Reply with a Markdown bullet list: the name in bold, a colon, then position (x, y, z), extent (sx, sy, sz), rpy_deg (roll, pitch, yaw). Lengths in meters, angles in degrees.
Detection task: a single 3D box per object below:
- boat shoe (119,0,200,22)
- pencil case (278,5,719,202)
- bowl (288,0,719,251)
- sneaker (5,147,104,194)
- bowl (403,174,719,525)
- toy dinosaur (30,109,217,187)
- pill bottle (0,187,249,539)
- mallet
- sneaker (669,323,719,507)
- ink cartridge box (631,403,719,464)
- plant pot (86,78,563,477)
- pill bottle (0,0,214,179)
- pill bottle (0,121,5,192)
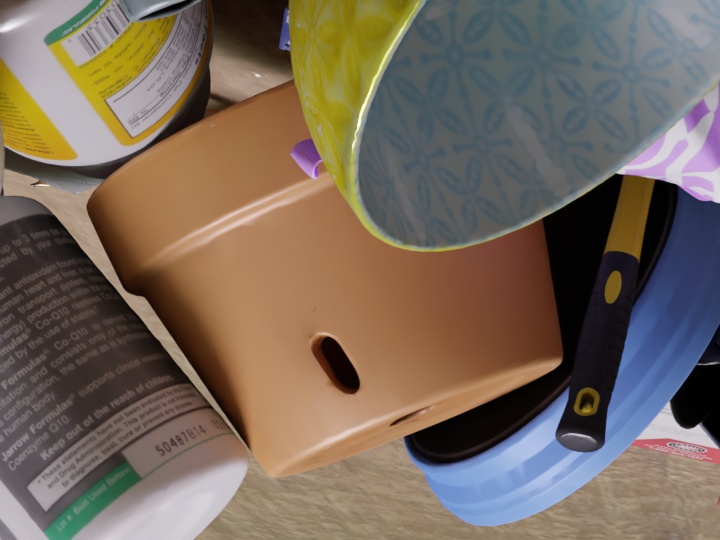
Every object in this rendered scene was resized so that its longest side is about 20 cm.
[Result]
- **boat shoe**: position (0.000, -0.116, 0.927), extent (0.200, 0.062, 0.073), rpy_deg (-1, 169, -25)
- **pencil case**: position (0.073, -0.069, 1.004), extent (0.200, 0.086, 0.084), rpy_deg (4, -162, -19)
- **bowl**: position (0.046, -0.114, 0.838), extent (0.108, 0.200, 0.200), rpy_deg (49, -179, 25)
- **sneaker**: position (-0.192, -0.085, 1.151), extent (0.200, 0.075, 0.082), rpy_deg (29, 141, -14)
- **bowl**: position (0.095, 0.026, 1.201), extent (0.039, 0.201, 0.201), rpy_deg (39, 155, -18)
- **toy dinosaur**: position (-0.123, -0.081, 1.254), extent (0.200, 0.060, 0.106), rpy_deg (10, -159, -7)
- **pill bottle**: position (-0.149, 0.041, 1.099), extent (0.200, 0.113, 0.113), rpy_deg (50, 171, 13)
- **mallet**: position (0.119, -0.008, 1.062), extent (0.066, 0.200, 0.041), rpy_deg (5, 142, 5)
- **sneaker**: position (0.177, 0.031, 1.163), extent (0.084, 0.200, 0.075), rpy_deg (3, 134, -11)
- **ink cartridge box**: position (0.167, 0.038, 1.385), extent (0.147, 0.083, 0.200), rpy_deg (13, 165, -8)
- **plant pot**: position (0.000, 0.000, 1.108), extent (0.200, 0.140, 0.200), rpy_deg (-22, 172, -3)
- **pill bottle**: position (-0.121, -0.108, 1.019), extent (0.113, 0.113, 0.200), rpy_deg (8, 164, 13)
- **pill bottle**: position (-0.192, -0.032, 0.950), extent (0.114, 0.114, 0.200), rpy_deg (14, 173, -9)
